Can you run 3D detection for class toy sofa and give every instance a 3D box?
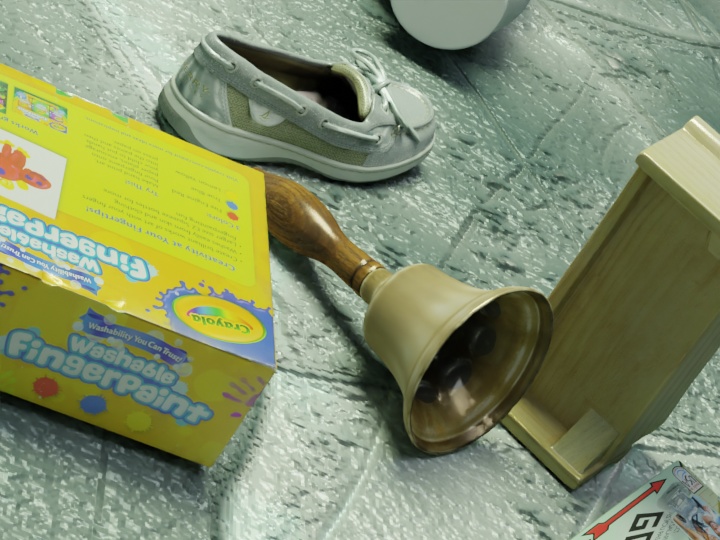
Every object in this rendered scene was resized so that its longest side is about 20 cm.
[{"bbox_3d":[0.156,0.016,1.227,0.083,0.200,0.098,43,37,16],"label":"toy sofa"}]

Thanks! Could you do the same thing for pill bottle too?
[{"bbox_3d":[0.076,-0.231,1.586,0.112,0.112,0.200,31,30,-7],"label":"pill bottle"}]

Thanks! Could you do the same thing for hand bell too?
[{"bbox_3d":[0.000,0.000,1.230,0.104,0.104,0.200,-5,37,-48],"label":"hand bell"}]

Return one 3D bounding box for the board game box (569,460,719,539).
[{"bbox_3d":[0.168,0.182,1.173,0.135,0.029,0.200,42,31,15],"label":"board game box"}]

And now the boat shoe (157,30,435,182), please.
[{"bbox_3d":[-0.026,-0.103,1.348,0.202,0.065,0.075,6,40,-40],"label":"boat shoe"}]

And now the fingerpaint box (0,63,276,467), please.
[{"bbox_3d":[-0.147,-0.012,1.091,0.200,0.073,0.167,22,31,-20],"label":"fingerpaint box"}]
